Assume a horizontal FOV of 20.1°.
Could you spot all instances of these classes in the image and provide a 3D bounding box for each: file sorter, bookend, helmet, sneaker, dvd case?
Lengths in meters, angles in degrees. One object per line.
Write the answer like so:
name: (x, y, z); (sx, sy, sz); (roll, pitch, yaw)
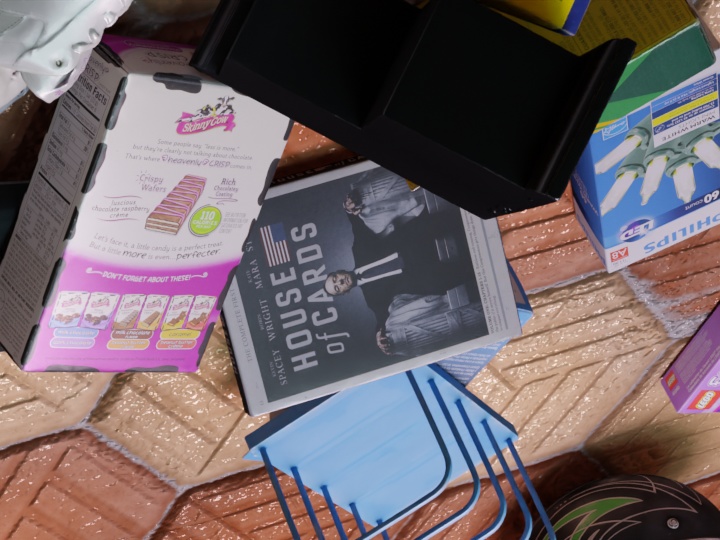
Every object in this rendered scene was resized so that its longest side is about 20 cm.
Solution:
file sorter: (0.038, 0.165, 1.491); (0.139, 0.123, 0.200); (-34, 144, 13)
bookend: (0.019, -0.115, 1.090); (0.092, 0.200, 0.199); (-63, -175, -4)
helmet: (0.237, 0.276, 1.806); (0.199, 0.191, 0.200); (11, 165, 3)
sneaker: (-0.151, -0.150, 1.094); (0.199, 0.100, 0.075); (-20, -171, 2)
dvd case: (0.000, 0.000, 1.372); (0.199, 0.025, 0.151); (-17, 103, -13)

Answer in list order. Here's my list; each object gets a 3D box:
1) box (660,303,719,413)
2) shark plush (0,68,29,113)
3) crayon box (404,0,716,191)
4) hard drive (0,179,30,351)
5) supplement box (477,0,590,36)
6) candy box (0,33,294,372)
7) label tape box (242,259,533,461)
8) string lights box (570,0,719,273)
box: (0.360, 0.044, 1.713); (0.136, 0.039, 0.200); (1, 137, -32)
shark plush: (-0.264, -0.064, 1.173); (0.200, 0.091, 0.083); (-48, 170, 22)
crayon box: (0.101, -0.133, 1.253); (0.200, 0.127, 0.051); (-29, 145, 7)
hard drive: (-0.219, 0.000, 1.279); (0.200, 0.033, 0.140); (-6, 142, -41)
supplement box: (0.041, -0.217, 1.093); (0.200, 0.109, 0.110); (18, 98, -45)
candy box: (-0.132, -0.037, 1.228); (0.136, 0.061, 0.200); (3, 118, -43)
label tape box: (0.011, 0.064, 1.505); (0.143, 0.066, 0.200); (10, 135, -39)
string lights box: (0.199, -0.092, 1.421); (0.103, 0.059, 0.200); (-24, 145, -4)
